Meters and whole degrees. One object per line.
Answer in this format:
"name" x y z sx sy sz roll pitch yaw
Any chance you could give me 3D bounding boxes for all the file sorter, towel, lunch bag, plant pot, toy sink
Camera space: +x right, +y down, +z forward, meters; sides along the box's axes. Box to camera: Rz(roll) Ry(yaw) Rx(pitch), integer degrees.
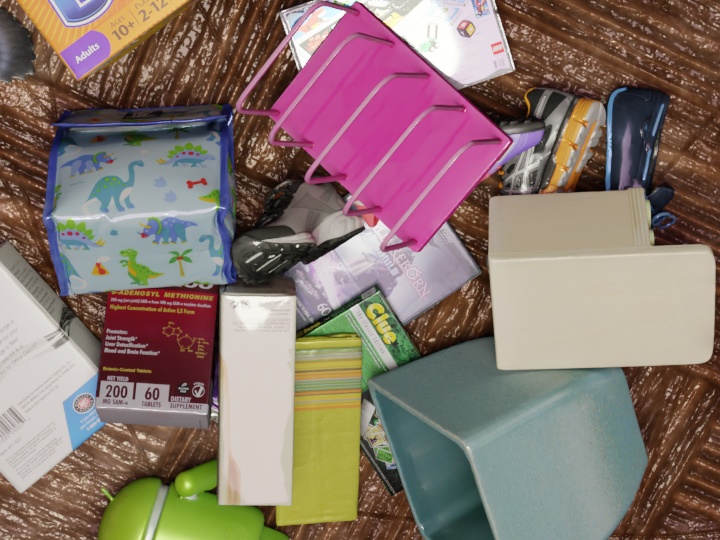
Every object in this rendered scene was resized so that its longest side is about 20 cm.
"file sorter" 0.007 -0.130 1.400 0.200 0.125 0.139 43 106 12
"towel" -0.043 0.159 1.543 0.086 0.018 0.200 -2 108 -10
"lunch bag" -0.201 -0.086 1.447 0.170 0.200 0.128 -2 133 -2
"plant pot" 0.159 0.168 1.490 0.200 0.196 0.197 -28 115 -18
"toy sink" 0.221 0.005 1.434 0.200 0.112 0.131 -3 127 8

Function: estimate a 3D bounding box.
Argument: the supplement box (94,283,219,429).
"supplement box" -0.189 0.046 1.488 0.109 0.061 0.200 3 70 -2

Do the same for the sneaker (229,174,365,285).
"sneaker" -0.070 -0.042 1.442 0.074 0.200 0.079 -32 88 26

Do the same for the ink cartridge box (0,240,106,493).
"ink cartridge box" -0.342 0.093 1.529 0.146 0.084 0.200 -38 100 7

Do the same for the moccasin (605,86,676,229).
"moccasin" 0.272 -0.076 1.504 0.068 0.080 0.200 1 103 11

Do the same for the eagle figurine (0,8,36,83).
"eagle figurine" -0.432 -0.208 1.460 0.152 0.151 0.200 -16 142 41

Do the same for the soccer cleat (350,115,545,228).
"soccer cleat" 0.085 -0.097 1.478 0.200 0.068 0.073 -14 95 16

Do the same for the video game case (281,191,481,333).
"video game case" 0.000 0.000 1.550 0.200 0.019 0.143 -34 100 7

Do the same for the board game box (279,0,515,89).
"board game box" 0.036 -0.222 1.494 0.200 0.035 0.126 -18 103 3

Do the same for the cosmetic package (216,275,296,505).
"cosmetic package" -0.098 0.111 1.452 0.071 0.105 0.200 1 98 -5

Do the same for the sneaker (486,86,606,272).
"sneaker" 0.167 -0.087 1.513 0.077 0.078 0.200 31 107 22

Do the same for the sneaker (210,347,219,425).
"sneaker" -0.155 0.098 1.541 0.200 0.081 0.084 33 87 -11

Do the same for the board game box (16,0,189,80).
"board game box" -0.218 -0.315 1.386 0.200 0.200 0.200 -35 100 7

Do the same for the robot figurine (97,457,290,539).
"robot figurine" -0.173 0.277 1.555 0.200 0.116 0.176 17 113 -4

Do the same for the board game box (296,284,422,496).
"board game box" 0.024 0.123 1.561 0.105 0.023 0.200 -29 108 7
